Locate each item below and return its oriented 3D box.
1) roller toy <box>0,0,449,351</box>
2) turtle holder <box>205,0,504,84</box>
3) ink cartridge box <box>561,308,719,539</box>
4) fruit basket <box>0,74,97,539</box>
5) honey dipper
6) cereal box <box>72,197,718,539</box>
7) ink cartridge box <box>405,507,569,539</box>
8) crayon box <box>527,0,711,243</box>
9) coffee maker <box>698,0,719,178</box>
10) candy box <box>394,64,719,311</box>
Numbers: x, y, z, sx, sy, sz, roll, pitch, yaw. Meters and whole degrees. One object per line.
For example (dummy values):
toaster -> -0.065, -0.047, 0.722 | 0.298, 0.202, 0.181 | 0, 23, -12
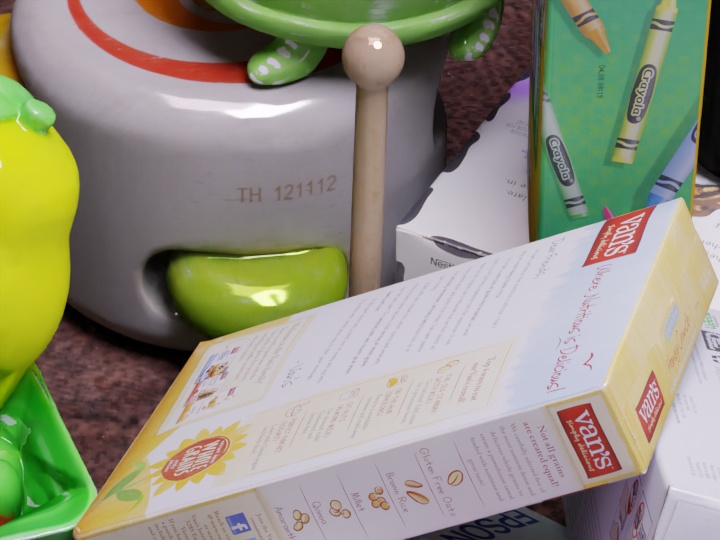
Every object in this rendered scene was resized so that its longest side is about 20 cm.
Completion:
roller toy -> -0.056, -0.070, 1.157 | 0.199, 0.140, 0.182 | 27, 44, 29
turtle holder -> 0.017, -0.161, 1.068 | 0.184, 0.132, 0.141 | 3, 46, -7
ink cartridge box -> 0.166, 0.093, 0.942 | 0.175, 0.084, 0.200 | 15, 17, -4
fruit basket -> -0.173, 0.029, 0.980 | 0.155, 0.216, 0.216 | -13, 40, -18
honey dipper -> 0.000, 0.000, 1.020 | 0.038, 0.201, 0.038 | 0, 34, 0
cereal box -> 0.015, 0.045, 0.938 | 0.199, 0.040, 0.144 | -16, 20, 24
ink cartridge box -> 0.075, 0.143, 0.912 | 0.199, 0.044, 0.196 | 22, 17, 26
crayon box -> 0.093, -0.088, 1.020 | 0.058, 0.201, 0.119 | 1, 39, 1
coffee maker -> 0.189, -0.141, 1.093 | 0.134, 0.201, 0.192 | -26, 45, -32
candy box -> 0.129, -0.019, 1.155 | 0.167, 0.072, 0.200 | 19, 41, 20
